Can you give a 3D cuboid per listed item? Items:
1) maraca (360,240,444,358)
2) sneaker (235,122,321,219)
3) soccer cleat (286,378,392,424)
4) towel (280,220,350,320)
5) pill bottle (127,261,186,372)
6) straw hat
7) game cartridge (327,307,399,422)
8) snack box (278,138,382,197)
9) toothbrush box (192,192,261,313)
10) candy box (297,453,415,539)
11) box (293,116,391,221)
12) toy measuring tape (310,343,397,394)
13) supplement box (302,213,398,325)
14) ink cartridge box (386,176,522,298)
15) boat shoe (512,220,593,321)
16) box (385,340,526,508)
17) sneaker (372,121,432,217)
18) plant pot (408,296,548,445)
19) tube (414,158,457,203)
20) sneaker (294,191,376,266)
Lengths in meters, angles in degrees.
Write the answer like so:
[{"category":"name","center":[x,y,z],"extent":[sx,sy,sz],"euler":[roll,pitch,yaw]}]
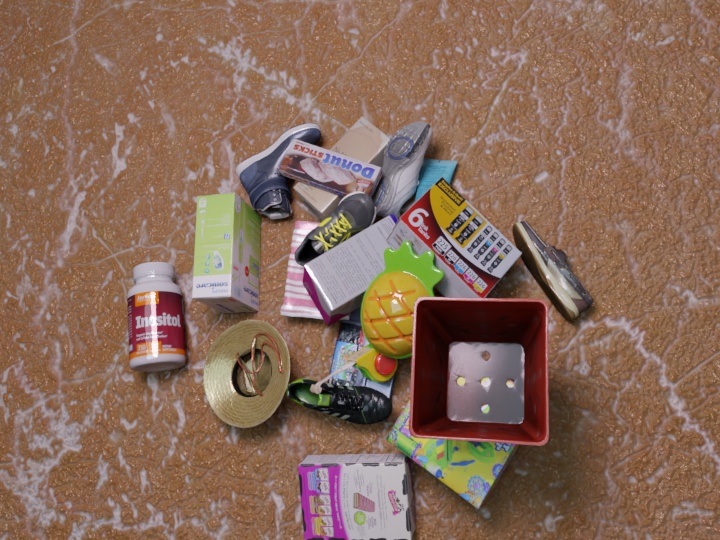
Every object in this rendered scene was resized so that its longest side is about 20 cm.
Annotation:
[{"category":"maraca","center":[0.071,0.053,1.240],"extent":[0.134,0.107,0.205],"euler":[21,104,14]},{"category":"sneaker","center":[-0.144,-0.194,1.457],"extent":[0.200,0.077,0.148],"euler":[-32,61,10]},{"category":"soccer cleat","center":[-0.041,0.237,1.298],"extent":[0.195,0.081,0.069],"euler":[8,86,17]},{"category":"towel","center":[-0.078,-0.003,1.410],"extent":[0.142,0.030,0.205],"euler":[1,67,16]},{"category":"pill bottle","center":[-0.411,0.093,1.448],"extent":[0.110,0.113,0.205],"euler":[-11,74,12]},{"category":"straw hat","center":[-0.197,0.196,1.378],"extent":[0.196,0.085,0.207],"euler":[-3,83,23]},{"category":"game cartridge","center":[0.009,0.171,1.359],"extent":[0.126,0.038,0.205],"euler":[10,79,13]},{"category":"snack box","center":[-0.058,-0.188,1.368],"extent":[0.196,0.024,0.073],"euler":[21,75,22]},{"category":"toothbrush box","center":[-0.260,-0.031,1.421],"extent":[0.084,0.146,0.206],"euler":[-3,75,13]},{"category":"candy box","center":[-0.005,0.399,1.272],"extent":[0.195,0.061,0.140],"euler":[-4,93,15]},{"category":"box","center":[-0.027,-0.191,1.419],"extent":[0.095,0.078,0.201],"euler":[39,82,26]},{"category":"toy measuring tape","center":[0.004,0.183,1.283],"extent":[0.198,0.074,0.074],"euler":[-32,68,-26]},{"category":"supplement box","center":[0.000,0.000,1.328],"extent":[0.197,0.102,0.104],"euler":[-31,77,-17]},{"category":"ink cartridge box","center":[0.178,-0.057,1.287],"extent":[0.200,0.084,0.175],"euler":[43,61,6]},{"category":"boat shoe","center":[0.344,-0.007,1.297],"extent":[0.064,0.073,0.203],"euler":[-27,74,-5]},{"category":"box","center":[0.181,0.262,1.241],"extent":[0.191,0.122,0.202],"euler":[33,86,20]},{"category":"sneaker","center":[0.081,-0.191,1.386],"extent":[0.074,0.086,0.203],"euler":[43,108,40]},{"category":"plant pot","center":[0.186,0.162,1.108],"extent":[0.194,0.176,0.205],"euler":[1,75,13]},{"category":"tube","center":[0.132,-0.123,1.392],"extent":[0.075,0.050,0.205],"euler":[8,74,19]},{"category":"sneaker","center":[-0.047,-0.065,1.327],"extent":[0.075,0.085,0.199],"euler":[46,125,-5]}]
